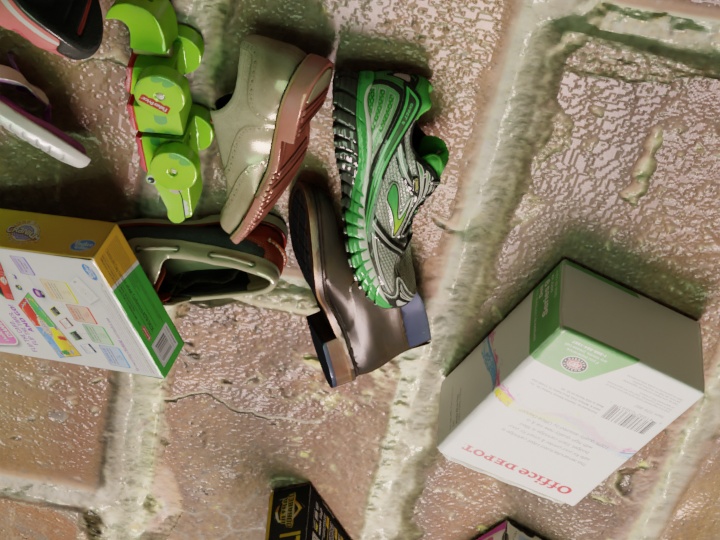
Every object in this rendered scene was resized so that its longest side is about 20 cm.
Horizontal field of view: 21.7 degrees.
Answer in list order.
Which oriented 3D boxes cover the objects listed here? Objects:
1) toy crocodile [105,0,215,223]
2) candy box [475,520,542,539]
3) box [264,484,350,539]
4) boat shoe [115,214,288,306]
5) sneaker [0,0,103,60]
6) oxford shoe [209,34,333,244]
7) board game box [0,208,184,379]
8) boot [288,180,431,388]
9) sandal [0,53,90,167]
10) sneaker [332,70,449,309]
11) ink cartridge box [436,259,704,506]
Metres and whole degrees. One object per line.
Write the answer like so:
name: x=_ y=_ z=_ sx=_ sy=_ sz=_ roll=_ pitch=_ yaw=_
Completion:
toy crocodile: x=-0.149 y=-0.121 z=1.419 sx=0.062 sy=0.068 sz=0.200 roll=5 pitch=136 yaw=10
candy box: x=0.176 y=0.340 z=1.887 sx=0.200 sy=0.061 sz=0.136 roll=30 pitch=133 yaw=-25
box: x=-0.043 y=0.330 z=1.800 sx=0.049 sy=0.200 sz=0.160 roll=-13 pitch=135 yaw=18
boat shoe: x=-0.156 y=-0.001 z=1.554 sx=0.200 sy=0.063 sz=0.071 roll=-7 pitch=138 yaw=16
sneaker: x=-0.274 y=-0.215 z=1.344 sx=0.200 sy=0.074 sz=0.087 roll=35 pitch=144 yaw=-23
oxford shoe: x=-0.081 y=-0.103 z=1.443 sx=0.074 sy=0.071 sz=0.200 roll=30 pitch=133 yaw=5
board game box: x=-0.262 y=0.015 z=1.554 sx=0.200 sy=0.040 sz=0.153 roll=8 pitch=142 yaw=28
boot: x=0.000 y=0.000 z=1.551 sx=0.097 sy=0.075 sz=0.200 roll=-17 pitch=128 yaw=-10
sandal: x=-0.280 y=-0.144 z=1.418 sx=0.203 sy=0.082 sz=0.050 roll=34 pitch=88 yaw=-25
sneaker: x=0.027 y=-0.058 z=1.437 sx=0.085 sy=0.078 sz=0.200 roll=-3 pitch=122 yaw=4
ink cartridge box: x=0.176 y=0.101 z=1.607 sx=0.145 sy=0.088 sz=0.200 roll=24 pitch=133 yaw=-17
